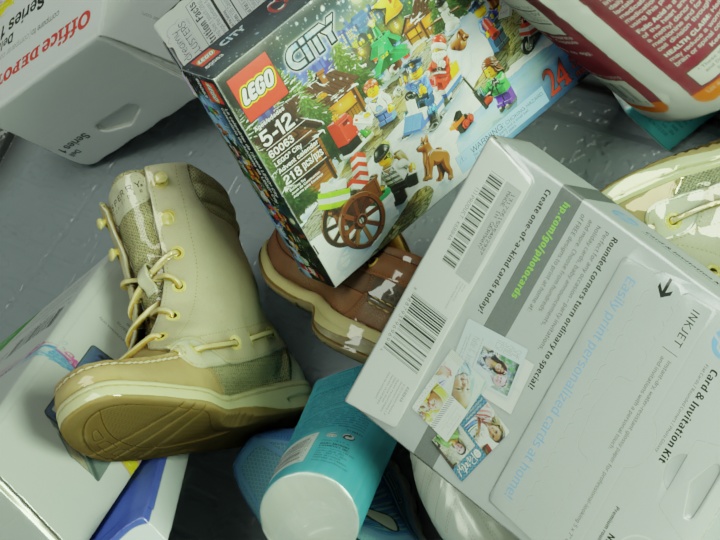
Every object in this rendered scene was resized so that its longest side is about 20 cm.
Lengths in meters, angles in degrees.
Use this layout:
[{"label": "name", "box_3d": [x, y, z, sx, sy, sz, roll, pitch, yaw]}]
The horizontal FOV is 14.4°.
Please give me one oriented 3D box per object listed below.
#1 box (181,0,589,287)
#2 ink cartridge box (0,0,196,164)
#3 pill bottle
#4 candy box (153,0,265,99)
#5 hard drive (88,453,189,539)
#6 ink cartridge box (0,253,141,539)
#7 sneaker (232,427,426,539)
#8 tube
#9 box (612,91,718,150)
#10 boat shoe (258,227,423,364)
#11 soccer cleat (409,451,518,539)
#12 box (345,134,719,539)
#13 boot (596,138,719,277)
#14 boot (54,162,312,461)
[{"label": "box", "box_3d": [0.020, -0.107, 1.470, 0.200, 0.137, 0.038, -40, 30, -17]}, {"label": "ink cartridge box", "box_3d": [-0.156, -0.188, 1.775, 0.145, 0.084, 0.201, -29, 48, 47]}, {"label": "pill bottle", "box_3d": [0.119, -0.169, 1.416, 0.114, 0.200, 0.114, -25, 48, 31]}, {"label": "candy box", "box_3d": [0.015, -0.144, 1.582, 0.200, 0.168, 0.072, -43, 46, 11]}, {"label": "hard drive", "box_3d": [-0.151, 0.150, 1.564, 0.132, 0.025, 0.200, -42, 10, 11]}, {"label": "ink cartridge box", "box_3d": [-0.189, 0.102, 1.578, 0.145, 0.088, 0.200, -36, 12, 35]}, {"label": "sneaker", "box_3d": [-0.011, 0.140, 1.488, 0.079, 0.090, 0.200, -57, 45, 10]}, {"label": "tube", "box_3d": [-0.008, 0.086, 1.488, 0.077, 0.051, 0.200, -12, 19, 16]}, {"label": "box", "box_3d": [0.215, -0.160, 1.516, 0.200, 0.049, 0.082, -38, 48, 15]}, {"label": "boat shoe", "box_3d": [0.000, 0.000, 1.546, 0.068, 0.072, 0.200, -64, 21, 7]}, {"label": "soccer cleat", "box_3d": [0.062, 0.057, 1.483, 0.069, 0.078, 0.201, 3, 57, -7]}, {"label": "box", "box_3d": [0.105, 0.053, 1.342, 0.200, 0.041, 0.156, 37, 108, 31]}, {"label": "boot", "box_3d": [0.187, 0.017, 1.355, 0.200, 0.072, 0.155, -26, 63, 13]}, {"label": "boot", "box_3d": [-0.112, 0.019, 1.539, 0.073, 0.200, 0.156, -30, 73, 31]}]
